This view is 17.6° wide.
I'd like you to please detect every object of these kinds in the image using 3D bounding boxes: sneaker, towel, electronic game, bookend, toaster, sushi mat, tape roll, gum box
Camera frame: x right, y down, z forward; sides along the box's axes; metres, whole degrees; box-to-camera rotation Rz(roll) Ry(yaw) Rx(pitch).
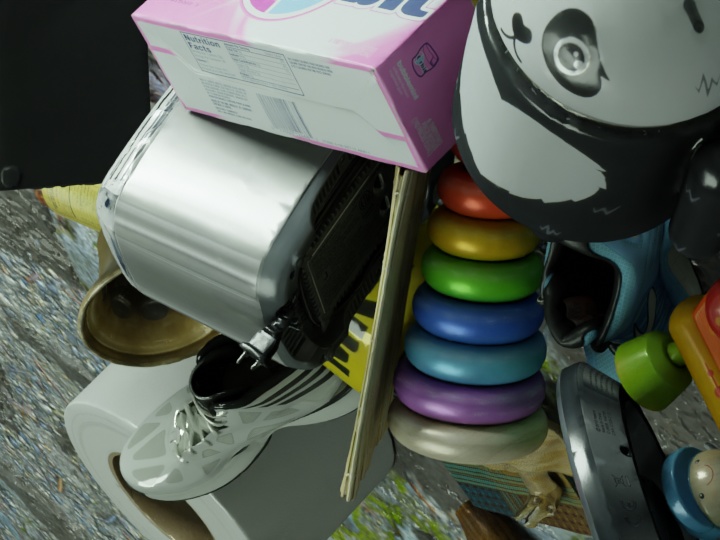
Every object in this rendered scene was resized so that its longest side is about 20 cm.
[{"bbox_3d":[0.121,0.010,1.191,0.078,0.090,0.200,31,154,29],"label":"sneaker"},{"bbox_3d":[0.073,0.089,1.495,0.147,0.022,0.200,9,140,54],"label":"towel"},{"bbox_3d":[0.140,0.140,1.147,0.200,0.042,0.200,-21,-90,-78],"label":"electronic game"},{"bbox_3d":[-0.195,-0.158,1.372,0.200,0.092,0.199,-158,65,-68],"label":"bookend"},{"bbox_3d":[-0.049,-0.039,1.239,0.129,0.200,0.114,22,154,26],"label":"toaster"},{"bbox_3d":[0.016,0.015,1.209,0.012,0.096,0.200,14,118,8],"label":"sushi mat"},{"bbox_3d":[-0.097,0.082,1.486,0.115,0.200,0.076,20,-134,-55],"label":"sneaker"},{"bbox_3d":[-0.095,0.123,1.678,0.203,0.139,0.203,35,155,20],"label":"tape roll"},{"bbox_3d":[-0.011,-0.125,1.153,0.200,0.114,0.066,18,145,46],"label":"gum box"}]

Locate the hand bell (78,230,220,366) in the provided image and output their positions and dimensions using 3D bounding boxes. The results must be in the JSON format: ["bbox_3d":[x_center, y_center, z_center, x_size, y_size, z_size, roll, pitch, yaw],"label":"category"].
[{"bbox_3d":[-0.148,-0.047,1.486,0.104,0.104,0.200,76,174,-51],"label":"hand bell"}]

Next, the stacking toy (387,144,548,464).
[{"bbox_3d":[0.061,-0.005,1.201,0.085,0.085,0.200,21,116,43],"label":"stacking toy"}]

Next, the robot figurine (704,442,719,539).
[{"bbox_3d":[0.255,0.155,1.183,0.200,0.113,0.170,44,156,0],"label":"robot figurine"}]

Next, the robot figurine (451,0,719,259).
[{"bbox_3d":[0.104,-0.088,1.009,0.150,0.125,0.200,19,154,2],"label":"robot figurine"}]

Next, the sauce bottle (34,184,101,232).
[{"bbox_3d":[-0.139,-0.045,1.567,0.200,0.066,0.066,21,147,40],"label":"sauce bottle"}]

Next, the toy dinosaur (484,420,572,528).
[{"bbox_3d":[0.097,0.099,1.400,0.101,0.058,0.200,24,162,7],"label":"toy dinosaur"}]

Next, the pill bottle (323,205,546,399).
[{"bbox_3d":[0.000,0.000,1.345,0.200,0.114,0.114,36,156,18],"label":"pill bottle"}]

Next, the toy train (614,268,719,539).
[{"bbox_3d":[0.166,0.025,1.109,0.116,0.085,0.200,-33,79,40],"label":"toy train"}]

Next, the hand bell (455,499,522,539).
[{"bbox_3d":[0.131,0.234,1.584,0.200,0.104,0.104,47,160,23],"label":"hand bell"}]
